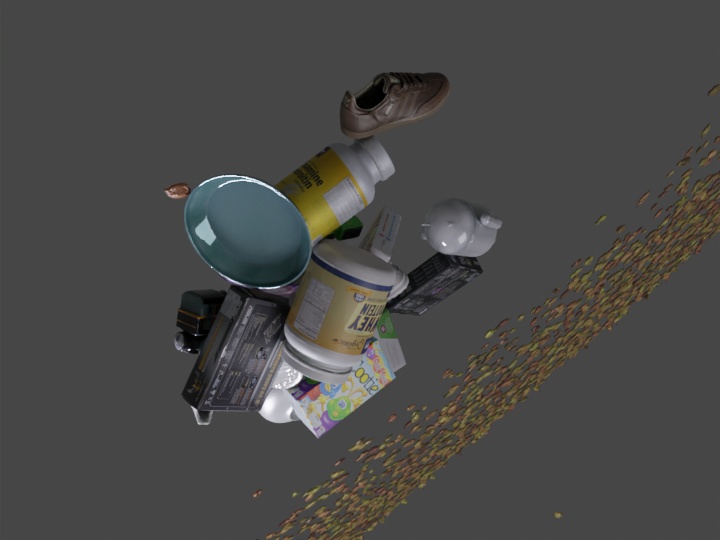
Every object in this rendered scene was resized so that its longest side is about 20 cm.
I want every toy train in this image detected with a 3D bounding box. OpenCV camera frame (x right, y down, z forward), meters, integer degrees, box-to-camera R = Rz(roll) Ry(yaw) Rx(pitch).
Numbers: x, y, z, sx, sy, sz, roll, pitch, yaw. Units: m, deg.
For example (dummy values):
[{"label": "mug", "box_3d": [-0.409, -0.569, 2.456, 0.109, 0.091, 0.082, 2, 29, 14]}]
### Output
[{"label": "toy train", "box_3d": [-0.079, -0.066, 1.222, 0.198, 0.057, 0.042, -15, 144, -38]}, {"label": "toy train", "box_3d": [-0.230, 0.089, 1.220, 0.198, 0.084, 0.116, -1, 104, -50]}]

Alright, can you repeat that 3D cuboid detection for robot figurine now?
[{"label": "robot figurine", "box_3d": [0.207, -0.088, 1.468, 0.168, 0.115, 0.199, -16, 169, 36]}]

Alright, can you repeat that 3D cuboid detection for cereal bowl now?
[{"label": "cereal bowl", "box_3d": [-0.141, 0.278, 1.610, 0.198, 0.084, 0.201, -30, 150, -19]}]

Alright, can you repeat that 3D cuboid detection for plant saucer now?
[{"label": "plant saucer", "box_3d": [-0.161, -0.062, 1.045, 0.036, 0.197, 0.201, -68, -179, -50]}]

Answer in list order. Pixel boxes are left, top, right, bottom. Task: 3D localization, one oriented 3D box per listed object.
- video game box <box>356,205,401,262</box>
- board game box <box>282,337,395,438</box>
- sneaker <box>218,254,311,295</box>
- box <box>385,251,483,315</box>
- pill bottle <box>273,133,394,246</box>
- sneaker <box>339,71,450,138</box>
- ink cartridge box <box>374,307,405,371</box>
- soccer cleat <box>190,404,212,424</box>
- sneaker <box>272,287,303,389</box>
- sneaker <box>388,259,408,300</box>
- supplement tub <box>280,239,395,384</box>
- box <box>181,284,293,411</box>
[{"label": "video game box", "box_3d": [0.000, 0.000, 1.316, 0.201, 0.046, 0.183, -56, -171, 28]}, {"label": "board game box", "box_3d": [-0.047, 0.219, 1.423, 0.199, 0.103, 0.106, -36, 118, -17]}, {"label": "sneaker", "box_3d": [-0.166, 0.010, 1.215, 0.199, 0.081, 0.088, 2, 146, -49]}, {"label": "box", "box_3d": [0.160, 0.031, 1.605, 0.199, 0.044, 0.159, -37, 154, 27]}, {"label": "pill bottle", "box_3d": [-0.048, -0.128, 1.112, 0.199, 0.112, 0.112, -37, 152, -5]}, {"label": "sneaker", "box_3d": [0.058, -0.268, 1.083, 0.198, 0.071, 0.076, -30, 149, -19]}, {"label": "ink cartridge box", "box_3d": [-0.015, 0.185, 1.549, 0.198, 0.084, 0.148, -29, 114, -24]}, {"label": "soccer cleat", "box_3d": [-0.277, 0.213, 1.334, 0.068, 0.086, 0.201, 5, 137, -29]}, {"label": "sneaker", "box_3d": [-0.137, 0.121, 1.343, 0.079, 0.148, 0.201, 11, 142, -14]}, {"label": "sneaker", "box_3d": [0.002, 0.048, 1.489, 0.199, 0.075, 0.082, -39, 124, 2]}, {"label": "supplement tub", "box_3d": [-0.040, 0.066, 1.149, 0.143, 0.144, 0.203, 6, 110, -53]}, {"label": "box", "box_3d": [-0.189, 0.134, 1.174, 0.158, 0.048, 0.202, 16, 101, -57]}]
